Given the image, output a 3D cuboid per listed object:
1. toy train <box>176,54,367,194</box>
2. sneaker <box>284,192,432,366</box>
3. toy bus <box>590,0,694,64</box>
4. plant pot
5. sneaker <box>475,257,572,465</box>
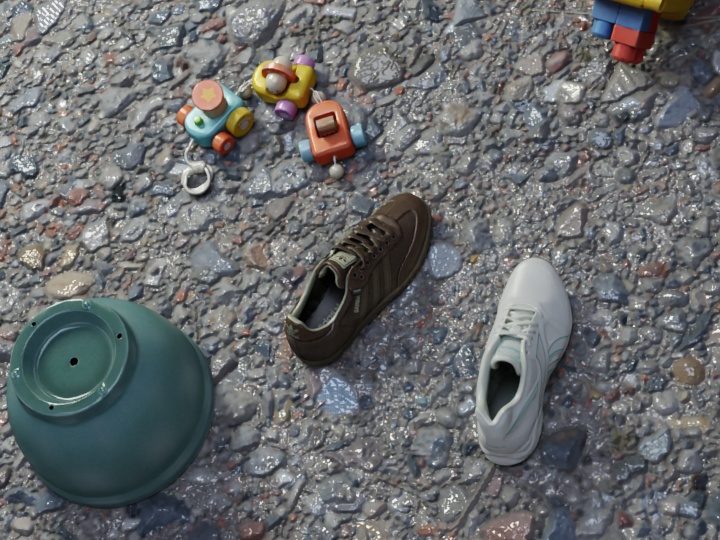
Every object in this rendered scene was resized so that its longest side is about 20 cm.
[{"bbox_3d":[-0.099,-0.154,1.863,0.199,0.056,0.151,-13,61,9],"label":"toy train"},{"bbox_3d":[0.000,0.000,1.746,0.070,0.076,0.200,27,74,26],"label":"sneaker"},{"bbox_3d":[0.285,-0.300,1.788,0.135,0.200,0.193,18,105,24],"label":"toy bus"},{"bbox_3d":[-0.253,0.107,1.728,0.199,0.134,0.201,-7,62,13],"label":"plant pot"},{"bbox_3d":[0.148,0.073,1.667,0.070,0.080,0.201,4,63,19],"label":"sneaker"}]
